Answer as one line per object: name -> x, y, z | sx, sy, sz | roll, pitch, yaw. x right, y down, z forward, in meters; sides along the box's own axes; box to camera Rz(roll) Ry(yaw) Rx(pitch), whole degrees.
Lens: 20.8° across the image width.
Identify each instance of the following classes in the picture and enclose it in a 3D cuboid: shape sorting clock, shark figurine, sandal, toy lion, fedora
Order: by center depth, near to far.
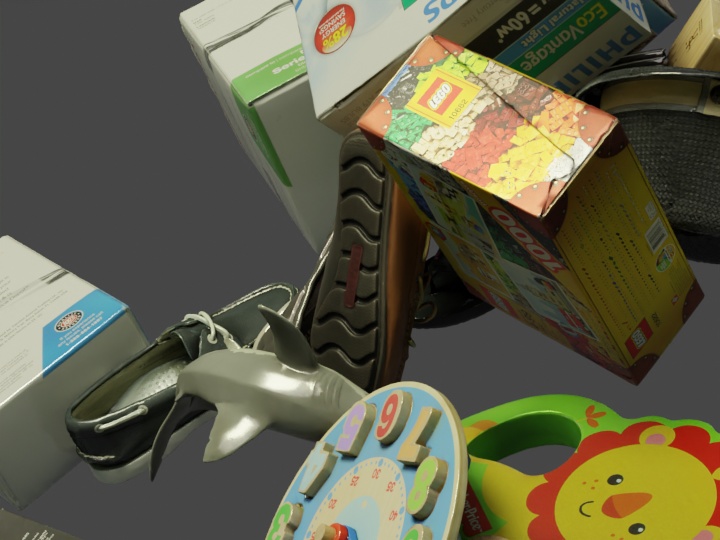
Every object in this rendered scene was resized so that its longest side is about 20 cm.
shape sorting clock -> -0.007, 0.155, 1.113 | 0.200, 0.039, 0.201 | -42, 35, 39
toy lion -> 0.128, 0.133, 1.118 | 0.191, 0.069, 0.200 | -21, 32, -4
fedora -> 0.225, -0.057, 1.241 | 0.200, 0.200, 0.092 | 4, 74, 38
shark figurine -> -0.083, 0.091, 1.248 | 0.214, 0.128, 0.090 | -1, 49, 44
sandal -> 0.106, -0.020, 1.346 | 0.200, 0.048, 0.075 | -23, 32, 9

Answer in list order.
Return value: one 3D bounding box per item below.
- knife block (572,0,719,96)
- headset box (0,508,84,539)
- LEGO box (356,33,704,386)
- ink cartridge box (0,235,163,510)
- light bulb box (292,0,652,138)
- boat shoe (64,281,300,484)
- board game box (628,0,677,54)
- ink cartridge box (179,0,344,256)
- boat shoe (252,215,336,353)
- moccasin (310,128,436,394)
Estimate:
knife block -> 0.242, -0.096, 1.360 | 0.199, 0.176, 0.064 | 21, 39, -10
headset box -> -0.186, 0.236, 1.155 | 0.199, 0.077, 0.149 | 9, 58, 44
LEGO box -> 0.107, -0.035, 1.193 | 0.149, 0.200, 0.077 | 30, 75, 38
ink cartridge box -> -0.257, 0.069, 1.444 | 0.146, 0.086, 0.200 | -39, 34, -19
light bulb box -> 0.063, -0.197, 1.316 | 0.198, 0.125, 0.201 | -37, 45, 26
boat shoe -> -0.117, 0.067, 1.372 | 0.200, 0.060, 0.075 | -42, 38, -20
board game box -> 0.104, -0.187, 1.440 | 0.200, 0.097, 0.160 | -42, 43, 21
ink cartridge box -> -0.054, -0.125, 1.514 | 0.084, 0.146, 0.200 | -28, 33, -5
boat shoe -> 0.000, 0.000, 1.354 | 0.200, 0.067, 0.057 | -56, 21, -16
moccasin -> 0.014, 0.007, 1.274 | 0.073, 0.202, 0.078 | 7, 5, 43
